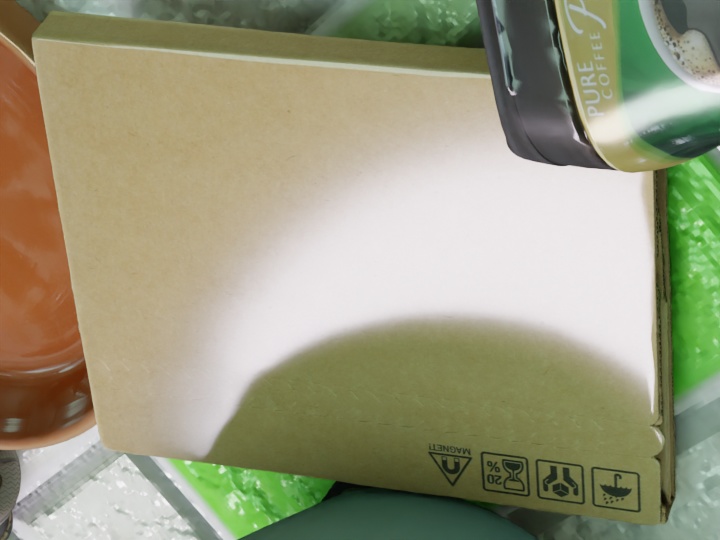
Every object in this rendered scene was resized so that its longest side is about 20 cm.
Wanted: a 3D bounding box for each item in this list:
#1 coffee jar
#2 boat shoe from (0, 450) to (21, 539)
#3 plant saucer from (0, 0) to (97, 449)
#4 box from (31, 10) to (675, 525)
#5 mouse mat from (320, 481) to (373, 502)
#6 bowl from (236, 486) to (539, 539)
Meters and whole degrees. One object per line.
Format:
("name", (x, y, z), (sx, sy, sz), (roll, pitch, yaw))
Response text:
("coffee jar", (0.122, -0.081, 0.630), (0.200, 0.085, 0.105), (-2, 106, 34))
("boat shoe", (-0.226, 0.071, 0.976), (0.200, 0.074, 0.073), (26, 131, 18))
("plant saucer", (-0.153, -0.027, 0.889), (0.200, 0.032, 0.201), (18, 129, 23))
("box", (0.000, 0.000, 0.790), (0.200, 0.021, 0.164), (7, 124, 18))
("mouse mat", (0.018, 0.176, 0.934), (0.161, 0.008, 0.200), (38, 134, 5))
("bowl", (0.016, 0.152, 0.841), (0.200, 0.105, 0.201), (17, 129, 22))
